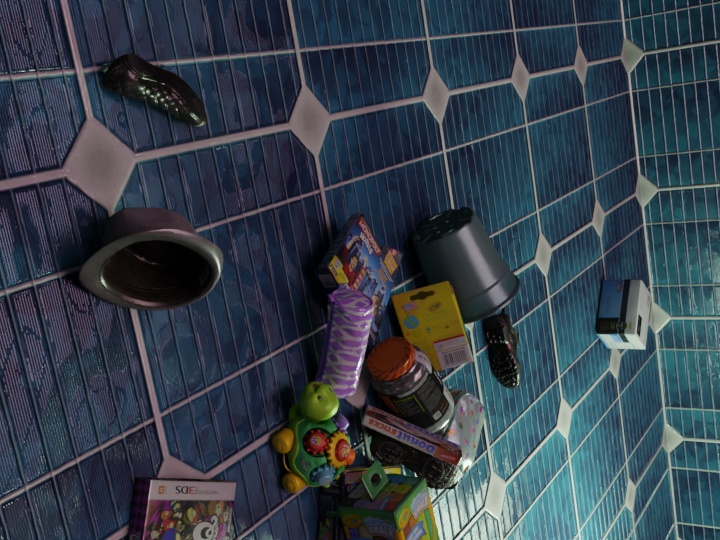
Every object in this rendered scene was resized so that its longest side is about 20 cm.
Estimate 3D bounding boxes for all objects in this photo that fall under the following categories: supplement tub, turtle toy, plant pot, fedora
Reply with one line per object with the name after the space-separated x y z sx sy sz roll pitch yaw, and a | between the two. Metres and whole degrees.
0.098 0.230 1.771 0.200 0.122 0.123 58 44 -38 | supplement tub
-0.072 0.286 1.532 0.146 0.101 0.200 -31 114 -53 | turtle toy
0.214 -0.018 1.915 0.200 0.200 0.196 -50 119 -45 | plant pot
-0.285 -0.027 1.211 0.200 0.177 0.090 23 40 -45 | fedora

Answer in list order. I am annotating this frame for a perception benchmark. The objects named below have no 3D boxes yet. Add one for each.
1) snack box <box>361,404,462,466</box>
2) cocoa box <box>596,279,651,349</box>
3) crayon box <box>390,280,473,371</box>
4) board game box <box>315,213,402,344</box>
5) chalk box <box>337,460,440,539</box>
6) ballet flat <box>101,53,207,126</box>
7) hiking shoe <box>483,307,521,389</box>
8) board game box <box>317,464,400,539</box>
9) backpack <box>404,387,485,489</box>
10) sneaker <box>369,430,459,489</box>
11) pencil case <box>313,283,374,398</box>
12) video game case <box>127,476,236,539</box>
0.099 0.316 1.703 0.072 0.200 0.024 -54 167 -83 | snack box
0.864 0.144 2.911 0.133 0.131 0.200 41 55 -48 | cocoa box
0.150 0.113 1.847 0.051 0.127 0.200 -89 162 -65 | crayon box
0.000 0.000 1.679 0.200 0.062 0.200 62 41 -33 | board game box
0.051 0.443 1.590 0.125 0.124 0.200 -35 116 -52 | chalk box
-0.294 -0.259 1.293 0.200 0.057 0.066 26 40 -58 | ballet flat
0.374 0.197 2.227 0.101 0.076 0.200 -33 114 -48 | hiking shoe
-0.001 0.454 1.673 0.200 0.057 0.165 14 74 -55 | board game box
0.180 0.347 1.881 0.167 0.127 0.200 51 50 -42 | backpack
0.108 0.360 1.750 0.200 0.091 0.076 31 102 -12 | sneaker
-0.032 0.129 1.568 0.085 0.084 0.200 -6 117 -33 | pencil case
-0.264 0.407 1.298 0.181 0.036 0.200 21 71 -53 | video game case
